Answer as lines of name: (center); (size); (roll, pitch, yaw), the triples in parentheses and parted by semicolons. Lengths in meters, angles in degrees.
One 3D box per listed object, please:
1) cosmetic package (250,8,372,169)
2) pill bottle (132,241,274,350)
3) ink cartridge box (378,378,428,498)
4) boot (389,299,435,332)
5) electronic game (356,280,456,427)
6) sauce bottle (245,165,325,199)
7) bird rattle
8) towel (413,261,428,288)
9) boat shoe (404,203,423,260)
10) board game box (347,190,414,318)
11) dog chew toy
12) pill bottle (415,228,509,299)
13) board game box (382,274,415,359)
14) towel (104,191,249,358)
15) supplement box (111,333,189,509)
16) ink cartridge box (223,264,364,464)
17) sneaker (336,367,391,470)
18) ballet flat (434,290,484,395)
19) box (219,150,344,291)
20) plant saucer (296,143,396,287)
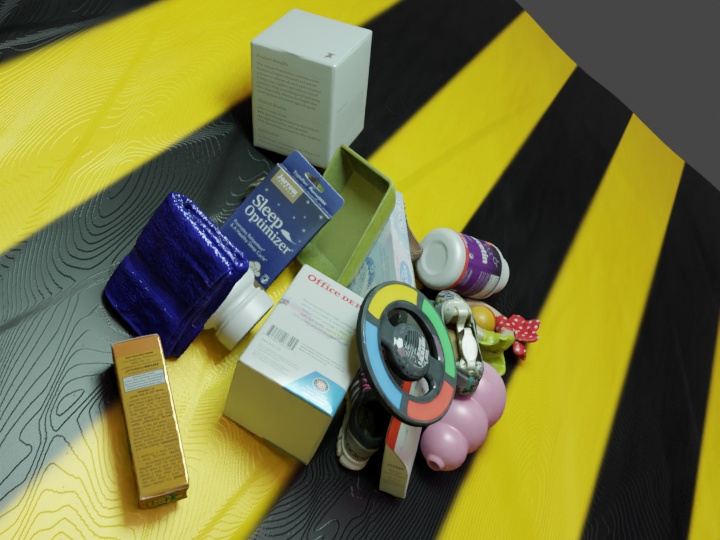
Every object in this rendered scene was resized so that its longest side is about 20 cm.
cosmetic package: (-0.088, -0.326, 1.271); (0.164, 0.203, 0.167); (20, 43, 15)
pill bottle: (-0.226, 0.011, 1.028); (0.200, 0.113, 0.114); (45, 44, -2)
ink cartridge box: (0.075, 0.216, 1.059); (0.046, 0.203, 0.162); (15, 46, 8)
boot: (0.084, 0.042, 1.227); (0.129, 0.067, 0.204); (26, 47, -37)
electronic game: (0.067, 0.112, 0.973); (0.198, 0.041, 0.205); (26, 52, -38)
sauce bottle: (-0.117, -0.154, 1.262); (0.198, 0.065, 0.065); (-31, 81, -44)
bird rattle: (0.252, 0.107, 1.343); (0.162, 0.114, 0.199); (40, 39, 17)
towel: (0.072, -0.052, 1.369); (0.198, 0.018, 0.087); (38, 44, -10)
boat shoe: (0.049, -0.105, 1.309); (0.201, 0.072, 0.075); (49, 32, 13)
board game box: (0.000, 0.000, 1.146); (0.043, 0.198, 0.204); (21, 49, -35)
dog chew toy: (0.162, 0.243, 1.166); (0.124, 0.124, 0.201); (42, 53, -4)
pill bottle: (0.202, -0.009, 1.356); (0.197, 0.112, 0.115); (12, 52, -46)
board game box: (0.032, 0.053, 1.244); (0.148, 0.046, 0.204); (16, 52, -28)
towel: (-0.253, 0.013, 0.947); (0.147, 0.200, 0.050); (43, 26, -2)
supplement box: (-0.267, 0.190, 0.896); (0.067, 0.067, 0.204); (-11, 66, -22)
ink cartridge box: (-0.078, 0.131, 1.011); (0.144, 0.147, 0.201); (29, 47, 4)
sneaker: (0.016, 0.203, 1.097); (0.073, 0.087, 0.203); (28, 47, -17)
ballet flat: (0.166, 0.101, 1.159); (0.071, 0.072, 0.204); (17, 46, -26)
box: (-0.132, -0.078, 1.117); (0.121, 0.200, 0.032); (44, 7, 0)
plant saucer: (-0.024, -0.079, 1.142); (0.047, 0.203, 0.200); (23, 13, -35)
